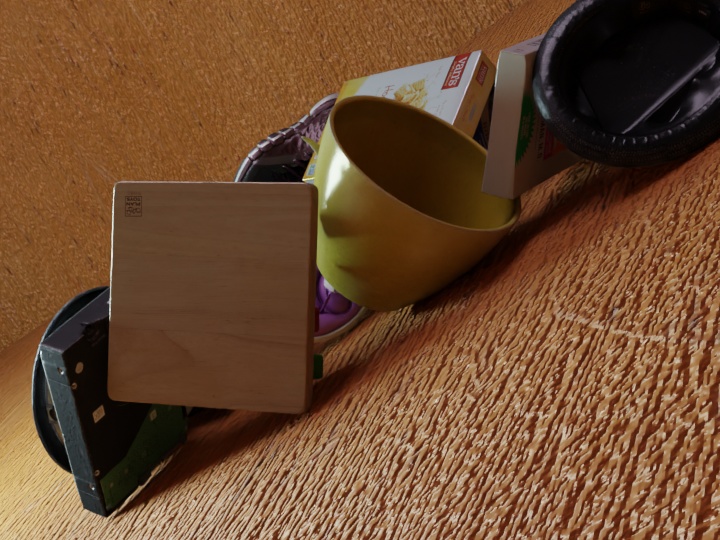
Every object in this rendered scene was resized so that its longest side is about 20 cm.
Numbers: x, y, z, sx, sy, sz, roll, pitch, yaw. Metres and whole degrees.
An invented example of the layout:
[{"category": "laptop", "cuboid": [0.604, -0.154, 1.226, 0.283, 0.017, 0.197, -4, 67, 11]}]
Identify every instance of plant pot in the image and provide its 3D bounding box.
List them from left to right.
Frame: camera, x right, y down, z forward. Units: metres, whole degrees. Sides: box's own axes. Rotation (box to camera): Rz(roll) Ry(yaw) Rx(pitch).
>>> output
[{"category": "plant pot", "cuboid": [0.032, -0.048, 1.345, 0.143, 0.199, 0.200, -60, -4, 31]}]

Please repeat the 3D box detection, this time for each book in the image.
[{"category": "book", "cuboid": [0.177, -0.159, 1.356, 0.048, 0.135, 0.200, 17, 26, 26]}]

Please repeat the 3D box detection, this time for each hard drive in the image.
[{"category": "hard drive", "cuboid": [-0.234, 0.119, 1.381, 0.037, 0.202, 0.140, 14, 39, 30]}]

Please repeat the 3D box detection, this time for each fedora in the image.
[{"category": "fedora", "cuboid": [-0.252, 0.122, 1.497, 0.091, 0.203, 0.201, 9, 36, 33]}, {"category": "fedora", "cuboid": [0.253, -0.164, 1.267, 0.200, 0.201, 0.092, -36, -23, -3]}]

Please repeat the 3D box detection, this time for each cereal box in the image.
[{"category": "cereal box", "cuboid": [0.041, -0.155, 1.527, 0.198, 0.040, 0.145, -8, 50, 42]}]

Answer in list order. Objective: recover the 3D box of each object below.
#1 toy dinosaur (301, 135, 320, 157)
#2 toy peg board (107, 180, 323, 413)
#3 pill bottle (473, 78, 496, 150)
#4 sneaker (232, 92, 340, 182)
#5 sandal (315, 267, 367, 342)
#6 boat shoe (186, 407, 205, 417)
[{"category": "toy dinosaur", "cuboid": [-0.018, -0.073, 1.443, 0.100, 0.059, 0.201, -23, -24, -17]}, {"category": "toy peg board", "cuboid": [-0.122, 0.022, 1.319, 0.197, 0.202, 0.098, 2, 0, 20]}, {"category": "pill bottle", "cuboid": [0.104, -0.138, 1.578, 0.198, 0.113, 0.112, -13, 21, 37]}, {"category": "sneaker", "cuboid": [-0.053, -0.125, 1.642, 0.200, 0.076, 0.115, -45, 40, -15]}, {"category": "sandal", "cuboid": [-0.006, -0.004, 1.469, 0.202, 0.082, 0.050, -40, -21, -33]}, {"category": "boat shoe", "cuboid": [-0.165, 0.122, 1.543, 0.067, 0.073, 0.200, 1, -14, -23]}]
